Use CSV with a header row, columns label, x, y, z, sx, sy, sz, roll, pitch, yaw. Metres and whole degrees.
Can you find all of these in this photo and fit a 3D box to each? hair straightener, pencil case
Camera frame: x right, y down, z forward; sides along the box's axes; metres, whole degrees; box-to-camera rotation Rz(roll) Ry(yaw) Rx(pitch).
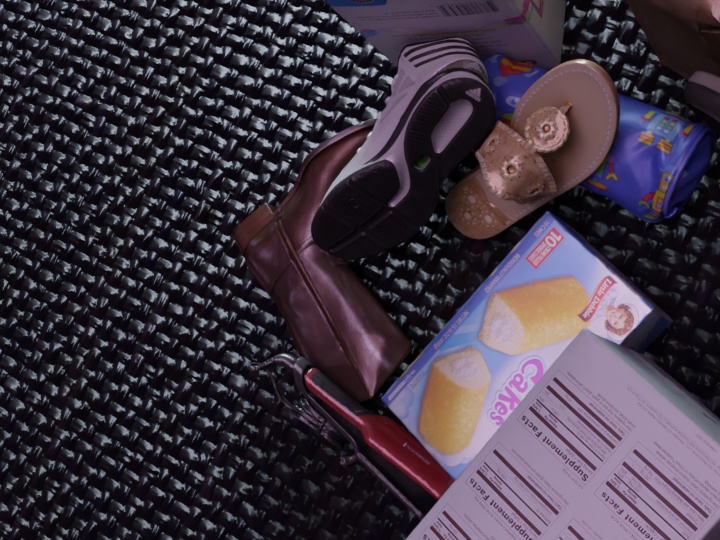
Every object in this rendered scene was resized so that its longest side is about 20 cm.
label,x,y,z,sx,sy,sz,roll,pitch,yaw
hair straightener,-0.013,0.139,1.016,0.199,0.041,0.077,34,134,9
pencil case,0.172,-0.102,0.971,0.199,0.078,0.087,24,106,27

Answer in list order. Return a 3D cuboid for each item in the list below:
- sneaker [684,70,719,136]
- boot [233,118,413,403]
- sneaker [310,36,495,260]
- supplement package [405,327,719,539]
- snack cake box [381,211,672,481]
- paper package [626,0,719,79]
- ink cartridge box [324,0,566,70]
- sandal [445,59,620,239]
label,x,y,z,sx,sy,sz,roll,pitch,yaw
sneaker,0.284,-0.044,0.880,0.200,0.075,0.106,43,102,1
boot,0.000,0.000,1.044,0.186,0.064,0.201,-42,64,24
sneaker,0.034,-0.102,0.992,0.201,0.075,0.116,-46,24,31
supplement package,0.167,0.171,0.859,0.147,0.191,0.200,43,100,26
snack cake box,0.127,0.070,0.967,0.200,0.067,0.115,-49,64,10
paper package,0.286,-0.238,0.879,0.103,0.190,0.201,35,95,26
ink cartridge box,0.067,-0.226,0.979,0.144,0.200,0.085,1,77,25
sandal,0.115,-0.069,0.935,0.078,0.070,0.212,45,145,1
